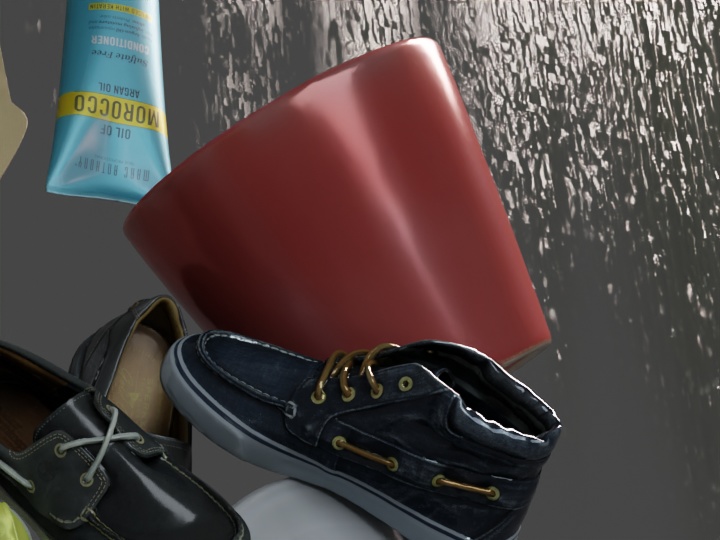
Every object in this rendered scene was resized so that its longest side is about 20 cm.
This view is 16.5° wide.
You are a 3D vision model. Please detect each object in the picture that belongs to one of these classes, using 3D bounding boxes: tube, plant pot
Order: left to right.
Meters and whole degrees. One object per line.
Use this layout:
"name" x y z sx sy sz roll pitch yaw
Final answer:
"tube" -0.145 -0.122 1.452 0.077 0.050 0.201 7 58 -16
"plant pot" 0.000 0.000 1.347 0.200 0.200 0.178 -25 81 -40

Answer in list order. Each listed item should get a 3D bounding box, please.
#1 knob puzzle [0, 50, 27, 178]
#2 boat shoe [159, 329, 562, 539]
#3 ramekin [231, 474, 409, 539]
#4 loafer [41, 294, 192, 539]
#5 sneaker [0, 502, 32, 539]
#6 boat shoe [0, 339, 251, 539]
"knob puzzle" -0.279 -0.083 1.349 0.219 0.030 0.221 16 49 -19
"boat shoe" 0.002 0.062 1.232 0.199 0.091 0.071 27 33 5
"ramekin" -0.010 0.209 1.234 0.201 0.094 0.203 15 49 -18
"loafer" -0.119 0.102 1.268 0.072 0.072 0.201 11 52 -24
"sneaker" -0.215 0.137 1.185 0.105 0.076 0.200 -30 75 -41
"boat shoe" -0.132 0.095 1.200 0.200 0.068 0.072 30 54 33
